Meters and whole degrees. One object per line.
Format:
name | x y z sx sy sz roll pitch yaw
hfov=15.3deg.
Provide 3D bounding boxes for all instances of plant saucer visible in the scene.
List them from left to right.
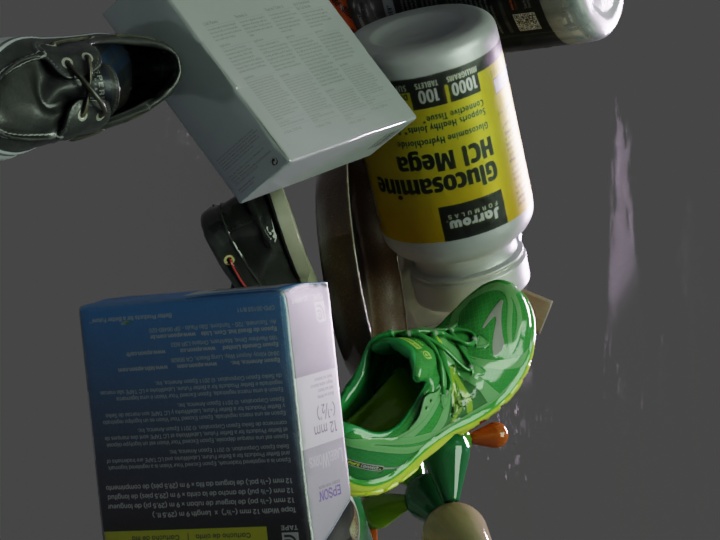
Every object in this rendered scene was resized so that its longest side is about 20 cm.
plant saucer | 0.000 0.000 1.891 0.200 0.032 0.201 -9 90 -82

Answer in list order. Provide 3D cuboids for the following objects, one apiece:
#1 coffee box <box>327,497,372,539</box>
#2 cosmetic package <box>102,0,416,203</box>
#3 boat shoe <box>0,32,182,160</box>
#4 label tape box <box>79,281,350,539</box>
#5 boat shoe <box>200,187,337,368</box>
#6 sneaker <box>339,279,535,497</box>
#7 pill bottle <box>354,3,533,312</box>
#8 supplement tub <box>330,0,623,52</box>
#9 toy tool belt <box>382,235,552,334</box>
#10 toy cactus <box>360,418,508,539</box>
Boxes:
coffee box | -0.041 0.179 1.810 0.123 0.044 0.200 -52 131 -54
cosmetic package | -0.062 -0.131 1.735 0.151 0.052 0.200 56 27 5
boat shoe | -0.167 -0.106 1.567 0.200 0.066 0.070 -17 101 -64
label tape box | -0.085 0.111 1.614 0.066 0.143 0.201 -15 100 -64
boat shoe | -0.058 0.010 1.789 0.201 0.063 0.074 68 1 -58
sneaker | 0.049 0.071 1.797 0.200 0.074 0.084 -43 147 -28
pill bottle | 0.060 -0.078 1.894 0.112 0.112 0.200 -50 131 -56
supplement tub | 0.083 -0.217 1.953 0.122 0.200 0.123 20 67 -62
toy tool belt | 0.089 -0.047 2.029 0.125 0.123 0.201 23 65 -62
toy cactus | 0.062 0.173 1.869 0.165 0.102 0.200 -129 -128 -64
